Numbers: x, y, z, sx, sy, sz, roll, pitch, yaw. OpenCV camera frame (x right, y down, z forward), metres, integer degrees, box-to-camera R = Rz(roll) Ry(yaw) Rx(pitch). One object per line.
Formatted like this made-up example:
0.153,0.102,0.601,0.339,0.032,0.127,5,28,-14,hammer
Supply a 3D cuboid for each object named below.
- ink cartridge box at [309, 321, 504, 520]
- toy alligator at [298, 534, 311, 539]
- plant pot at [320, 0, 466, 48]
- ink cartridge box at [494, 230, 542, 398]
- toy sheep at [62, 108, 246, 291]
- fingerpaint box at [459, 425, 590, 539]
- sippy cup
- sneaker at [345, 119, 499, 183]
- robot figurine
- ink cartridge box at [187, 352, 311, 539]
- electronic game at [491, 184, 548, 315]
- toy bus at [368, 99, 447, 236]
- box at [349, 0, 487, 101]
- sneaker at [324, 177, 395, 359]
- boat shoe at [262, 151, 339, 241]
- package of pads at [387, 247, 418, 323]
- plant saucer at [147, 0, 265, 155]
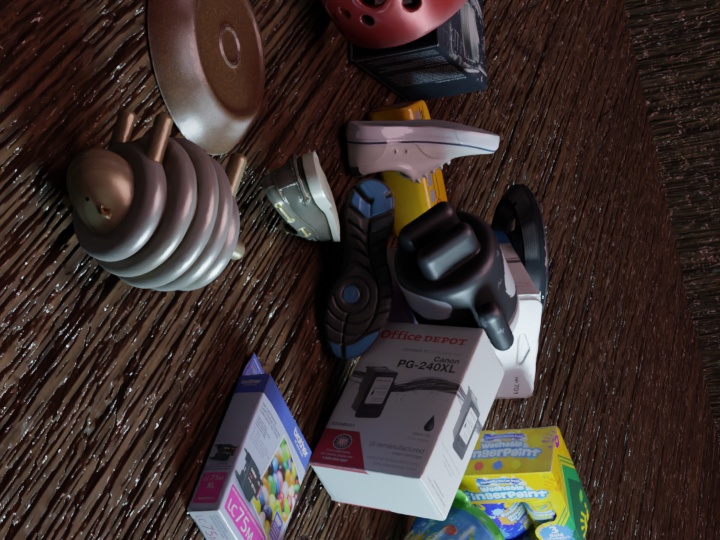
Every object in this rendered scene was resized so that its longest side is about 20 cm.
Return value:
0.054,0.157,1.513,0.084,0.144,0.201,60,45,-41,ink cartridge box
-0.064,0.297,1.317,0.059,0.054,0.201,52,-15,21,toy alligator
0.020,-0.386,1.569,0.183,0.198,0.202,54,36,-40,plant pot
0.166,0.054,1.794,0.200,0.085,0.148,-105,-163,-64,ink cartridge box
-0.159,-0.048,1.131,0.199,0.137,0.140,24,60,-45,toy sheep
0.169,0.278,1.736,0.074,0.198,0.168,-74,149,-41,fingerpaint box
0.090,0.356,1.634,0.130,0.139,0.179,-20,77,-56,sippy cup
0.073,-0.144,1.687,0.073,0.197,0.072,-136,-132,-67,sneaker
0.112,0.013,1.570,0.201,0.123,0.152,61,31,-47,robot figurine
-0.098,0.189,1.330,0.201,0.041,0.120,-74,149,-46,ink cartridge box
0.214,-0.015,1.867,0.200,0.041,0.203,178,-90,-80,electronic game
0.067,-0.113,1.769,0.078,0.064,0.203,-39,120,-63,toy bus
0.074,-0.344,1.780,0.196,0.122,0.203,21,64,-67,box
0.000,0.000,1.567,0.082,0.072,0.203,167,-66,-79,sneaker
-0.059,-0.071,1.455,0.202,0.060,0.073,67,7,-76,boat shoe
0.059,0.084,1.684,0.121,0.075,0.202,-54,132,-54,package of pads
-0.140,-0.215,1.344,0.200,0.036,0.203,-7,90,-66,plant saucer
